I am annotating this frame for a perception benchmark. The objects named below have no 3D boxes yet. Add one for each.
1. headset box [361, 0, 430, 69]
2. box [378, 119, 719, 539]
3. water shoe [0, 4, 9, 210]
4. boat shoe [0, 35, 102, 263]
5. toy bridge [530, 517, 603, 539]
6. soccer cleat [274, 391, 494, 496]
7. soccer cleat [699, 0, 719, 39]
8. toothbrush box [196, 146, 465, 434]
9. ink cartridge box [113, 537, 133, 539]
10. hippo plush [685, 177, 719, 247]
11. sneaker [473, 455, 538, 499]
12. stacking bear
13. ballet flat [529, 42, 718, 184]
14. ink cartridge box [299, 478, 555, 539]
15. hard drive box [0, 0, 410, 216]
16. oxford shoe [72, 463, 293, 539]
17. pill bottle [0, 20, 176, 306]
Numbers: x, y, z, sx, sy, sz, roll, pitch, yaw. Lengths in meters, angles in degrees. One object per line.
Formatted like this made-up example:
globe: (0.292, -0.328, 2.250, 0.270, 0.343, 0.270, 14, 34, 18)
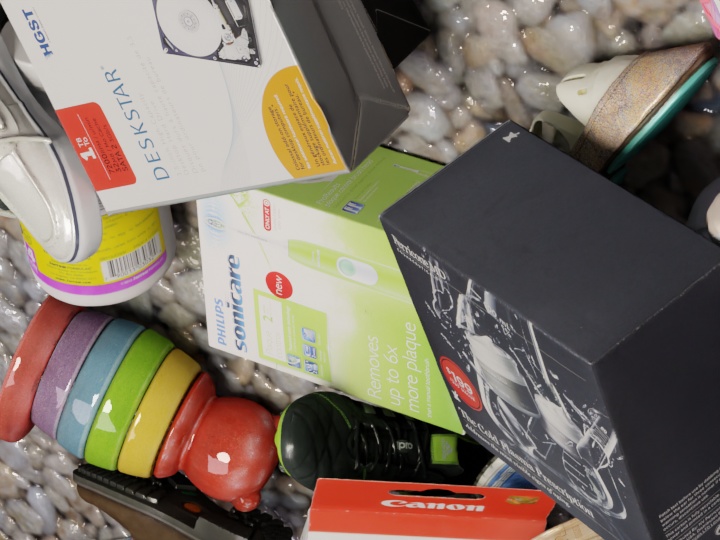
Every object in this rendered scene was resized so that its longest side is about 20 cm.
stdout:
headset box: (-0.079, -0.166, 1.491, 0.200, 0.075, 0.149, -18, 110, 43)
box: (0.127, 0.044, 1.351, 0.200, 0.104, 0.183, 35, 155, 47)
water shoe: (-0.242, -0.134, 1.655, 0.079, 0.071, 0.201, 47, 143, 36)
boat shoe: (-0.241, -0.084, 1.492, 0.202, 0.086, 0.075, 60, 140, 11)
toy bridge: (0.141, 0.183, 1.540, 0.199, 0.027, 0.067, -25, 147, 13)
soccer cleat: (0.018, 0.116, 1.576, 0.081, 0.200, 0.068, -7, 77, 32)
soccer cleat: (0.198, -0.168, 1.300, 0.200, 0.067, 0.076, 48, 141, -8)
toothbrush box: (0.000, 0.000, 1.553, 0.199, 0.086, 0.146, 20, 132, 25)
ink cartridge box: (-0.171, 0.301, 1.860, 0.199, 0.145, 0.146, -14, 112, 41)
hippo plush: (0.269, -0.005, 1.335, 0.200, 0.159, 0.161, 58, 170, -3)
sneaker: (0.149, 0.119, 1.540, 0.089, 0.079, 0.200, 48, 136, -1)
stacking bear: (-0.151, 0.102, 1.724, 0.199, 0.122, 0.114, 24, 167, 3)
ballet flat: (0.136, -0.080, 1.410, 0.067, 0.068, 0.200, 43, 135, 9)
ink cartridge box: (0.040, 0.188, 1.585, 0.162, 0.057, 0.200, 3, 164, -4)
hard drive box: (-0.093, -0.127, 1.421, 0.199, 0.077, 0.156, -9, 116, 40)
oxford shoe: (-0.141, 0.196, 1.745, 0.200, 0.073, 0.085, 25, 111, 37)
pill bottle: (-0.187, -0.080, 1.600, 0.104, 0.104, 0.201, 17, 137, 25)
